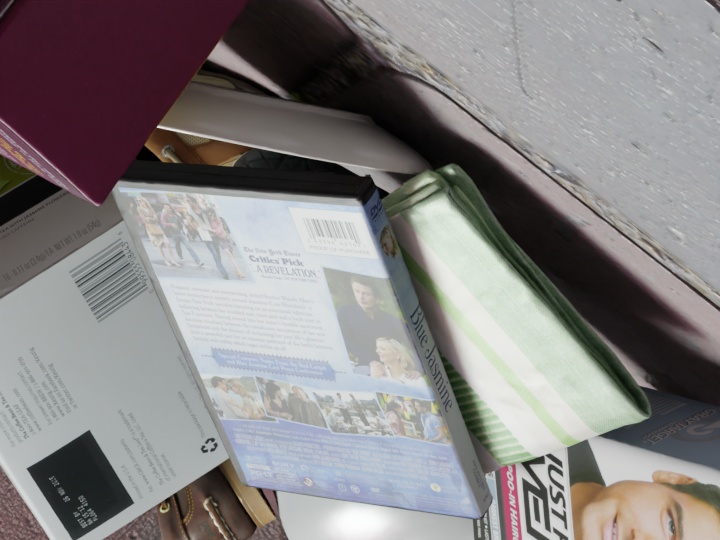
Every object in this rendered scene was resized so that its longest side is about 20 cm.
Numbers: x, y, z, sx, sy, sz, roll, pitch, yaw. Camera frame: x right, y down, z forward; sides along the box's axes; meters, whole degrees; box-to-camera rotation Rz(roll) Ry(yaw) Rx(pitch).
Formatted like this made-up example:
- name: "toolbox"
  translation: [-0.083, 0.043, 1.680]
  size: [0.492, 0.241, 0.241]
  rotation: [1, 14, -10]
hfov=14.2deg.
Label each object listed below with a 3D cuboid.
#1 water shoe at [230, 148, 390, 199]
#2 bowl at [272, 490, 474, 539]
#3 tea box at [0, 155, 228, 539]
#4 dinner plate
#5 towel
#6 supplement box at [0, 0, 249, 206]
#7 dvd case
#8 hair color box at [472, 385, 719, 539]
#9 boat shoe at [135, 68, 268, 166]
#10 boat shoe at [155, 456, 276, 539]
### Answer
- name: "water shoe"
  translation: [0.016, 0.013, 1.405]
  size: [0.199, 0.072, 0.079]
  rotation: [33, 132, 11]
- name: "bowl"
  translation: [0.042, 0.142, 1.650]
  size: [0.199, 0.091, 0.201]
  rotation: [-7, 166, -2]
- name: "tea box"
  translation: [-0.184, 0.015, 1.626]
  size: [0.197, 0.133, 0.201]
  rotation: [50, 170, 44]
- name: "dinner plate"
  translation: [-0.061, -0.072, 1.320]
  size: [0.199, 0.024, 0.200]
  rotation: [11, -177, 0]
- name: "towel"
  translation: [0.022, 0.036, 1.352]
  size: [0.153, 0.023, 0.199]
  rotation: [49, 139, -16]
- name: "supplement box"
  translation: [-0.158, -0.133, 1.238]
  size: [0.200, 0.131, 0.103]
  rotation: [28, 168, 46]
- name: "dvd case"
  translation: [-0.027, 0.033, 1.350]
  size: [0.142, 0.018, 0.201]
  rotation: [6, 134, 33]
- name: "hair color box"
  translation: [0.139, 0.115, 1.358]
  size: [0.199, 0.060, 0.100]
  rotation: [14, 117, 46]
- name: "boat shoe"
  translation: [-0.105, -0.073, 1.506]
  size: [0.200, 0.074, 0.076]
  rotation: [25, 166, 48]
- name: "boat shoe"
  translation: [-0.114, 0.100, 1.709]
  size: [0.071, 0.070, 0.200]
  rotation: [56, -179, -34]
